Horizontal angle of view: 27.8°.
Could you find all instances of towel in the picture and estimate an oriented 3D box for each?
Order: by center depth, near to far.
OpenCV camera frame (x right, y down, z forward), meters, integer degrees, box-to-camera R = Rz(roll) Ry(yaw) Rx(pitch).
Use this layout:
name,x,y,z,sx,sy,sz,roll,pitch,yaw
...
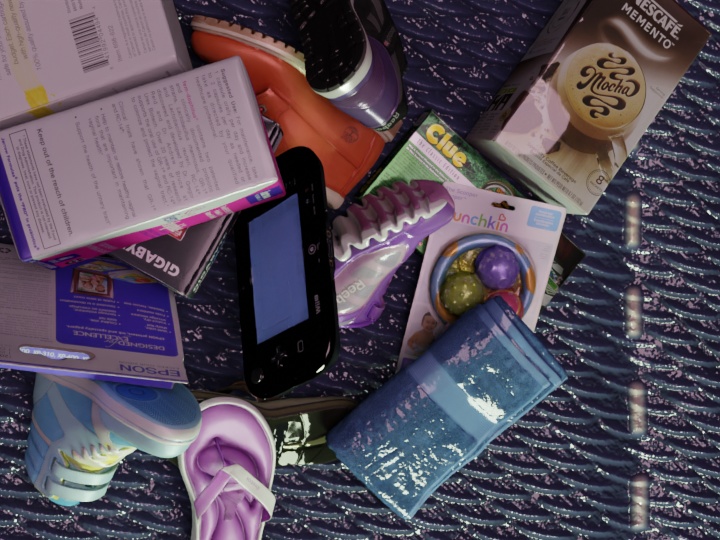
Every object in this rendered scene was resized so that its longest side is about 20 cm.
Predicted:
name,x,y,z,sx,sy,sz,roll,pitch,yaw
towel,0.073,0.118,1.253,0.200,0.049,0.112,-40,120,6

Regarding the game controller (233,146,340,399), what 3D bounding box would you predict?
name,x,y,z,sx,sy,sz,roll,pitch,yaw
game controller,-0.061,0.000,1.170,0.042,0.104,0.201,11,61,-34

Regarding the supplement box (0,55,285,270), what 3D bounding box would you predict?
name,x,y,z,sx,sy,sz,roll,pitch,yaw
supplement box,-0.167,-0.079,1.105,0.200,0.101,0.104,-19,86,0

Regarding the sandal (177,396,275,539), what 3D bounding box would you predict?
name,x,y,z,sx,sy,sz,roll,pitch,yaw
sandal,-0.105,0.194,1.216,0.082,0.050,0.203,-10,124,-16

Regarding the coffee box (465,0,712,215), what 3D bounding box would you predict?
name,x,y,z,sx,sy,sz,roll,pitch,yaw
coffee box,0.202,-0.163,1.293,0.113,0.080,0.200,36,85,-15

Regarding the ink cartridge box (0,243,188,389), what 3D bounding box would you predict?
name,x,y,z,sx,sy,sz,roll,pitch,yaw
ink cartridge box,-0.240,0.042,1.128,0.198,0.200,0.043,8,113,-16

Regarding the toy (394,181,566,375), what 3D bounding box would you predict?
name,x,y,z,sx,sy,sz,roll,pitch,yaw
toy,0.106,0.033,1.279,0.115,0.047,0.201,12,105,-10

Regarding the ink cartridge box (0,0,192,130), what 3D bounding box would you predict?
name,x,y,z,sx,sy,sz,roll,pitch,yaw
ink cartridge box,-0.245,-0.186,1.124,0.199,0.083,0.146,-17,81,2

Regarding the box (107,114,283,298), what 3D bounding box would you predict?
name,x,y,z,sx,sy,sz,roll,pitch,yaw
box,-0.185,-0.093,1.180,0.200,0.046,0.159,29,87,3

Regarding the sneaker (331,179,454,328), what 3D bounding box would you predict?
name,x,y,z,sx,sy,sz,roll,pitch,yaw
sneaker,0.000,0.000,1.246,0.200,0.081,0.089,-33,112,7

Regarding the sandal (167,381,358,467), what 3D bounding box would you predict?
name,x,y,z,sx,sy,sz,roll,pitch,yaw
sandal,-0.092,0.131,1.251,0.201,0.057,0.080,5,120,-33

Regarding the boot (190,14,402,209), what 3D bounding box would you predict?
name,x,y,z,sx,sy,sz,roll,pitch,yaw
boot,-0.072,-0.134,1.227,0.200,0.075,0.107,32,91,-17

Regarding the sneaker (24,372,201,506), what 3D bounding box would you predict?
name,x,y,z,sx,sy,sz,roll,pitch,yaw
sneaker,-0.200,0.141,1.162,0.079,0.200,0.131,4,102,-40

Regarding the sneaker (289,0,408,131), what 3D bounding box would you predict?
name,x,y,z,sx,sy,sz,roll,pitch,yaw
sneaker,-0.004,-0.194,1.209,0.076,0.200,0.088,-27,134,26

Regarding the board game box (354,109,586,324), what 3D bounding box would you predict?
name,x,y,z,sx,sy,sz,roll,pitch,yaw
board game box,0.100,-0.040,1.305,0.200,0.023,0.105,42,86,-15
